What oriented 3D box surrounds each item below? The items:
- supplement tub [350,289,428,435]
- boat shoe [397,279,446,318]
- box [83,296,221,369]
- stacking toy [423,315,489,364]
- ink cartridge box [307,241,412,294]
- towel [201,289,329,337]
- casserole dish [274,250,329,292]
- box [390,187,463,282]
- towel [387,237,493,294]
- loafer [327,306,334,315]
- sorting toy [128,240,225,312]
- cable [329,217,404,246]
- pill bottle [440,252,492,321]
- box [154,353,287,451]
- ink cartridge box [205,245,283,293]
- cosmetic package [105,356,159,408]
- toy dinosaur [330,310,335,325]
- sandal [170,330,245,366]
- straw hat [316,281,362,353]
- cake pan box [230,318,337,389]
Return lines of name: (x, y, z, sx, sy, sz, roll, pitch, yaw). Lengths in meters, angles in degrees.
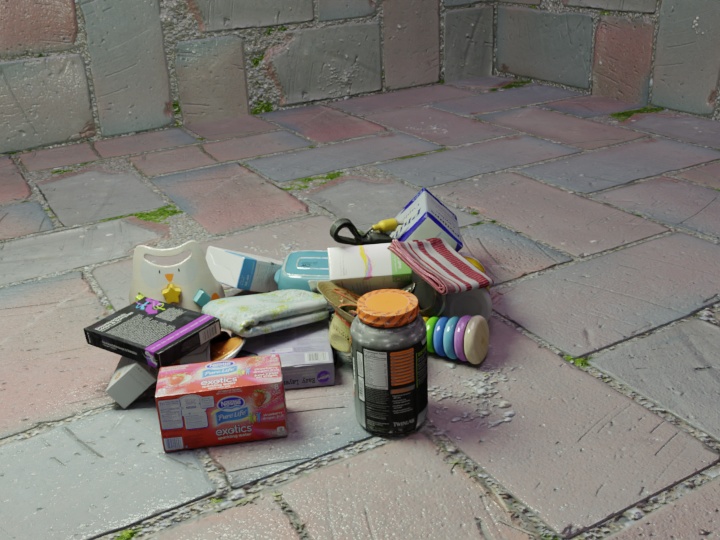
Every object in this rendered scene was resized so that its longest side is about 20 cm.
supplement tub: (0.045, 0.141, 1.265, 0.120, 0.204, 0.123, -2, 22, 1)
boat shoe: (0.102, 0.062, 1.524, 0.072, 0.076, 0.200, -6, -16, -19)
box: (-0.358, 0.104, 1.395, 0.197, 0.037, 0.142, 13, 29, 34)
stacking toy: (0.131, 0.118, 1.481, 0.196, 0.087, 0.085, 3, 23, 31)
ink cartridge box: (0.000, 0.000, 1.556, 0.195, 0.069, 0.117, -4, -18, 2)
towel: (-0.174, 0.074, 1.511, 0.197, 0.049, 0.170, -12, 11, -34)
casserole dish: (-0.082, 0.000, 1.667, 0.195, 0.039, 0.122, 1, 35, 7)
box: (0.111, -0.053, 1.709, 0.105, 0.184, 0.201, 40, 18, -13)
towel: (0.152, -0.011, 1.482, 0.144, 0.023, 0.198, 41, 24, 25)
loafer: (-0.041, 0.042, 1.704, 0.071, 0.064, 0.201, 30, 44, 8)
sorting toy: (-0.371, 0.030, 1.600, 0.195, 0.184, 0.107, -6, 22, -6)
cable: (0.000, -0.065, 1.571, 0.197, 0.098, 0.051, 5, 40, -44)
pill bottle: (0.204, 0.035, 1.616, 0.102, 0.106, 0.201, -1, 24, 4)
box: (-0.216, 0.205, 1.277, 0.195, 0.102, 0.096, -6, 23, -7)
ink cartridge box: (-0.225, 0.005, 1.734, 0.114, 0.068, 0.198, 16, 2, 37)
cosmetic package: (-0.386, 0.152, 1.438, 0.082, 0.051, 0.201, -42, 19, 13)
toy dinosaur: (0.013, 0.066, 1.627, 0.087, 0.048, 0.200, 20, 36, 20)
sandal: (-0.300, 0.140, 1.430, 0.203, 0.060, 0.080, -13, 25, 23)
straw hat: (-0.013, 0.104, 1.438, 0.198, 0.086, 0.201, 28, 9, -5)
cake pan box: (-0.140, 0.148, 1.467, 0.195, 0.053, 0.185, -6, 25, -5)
